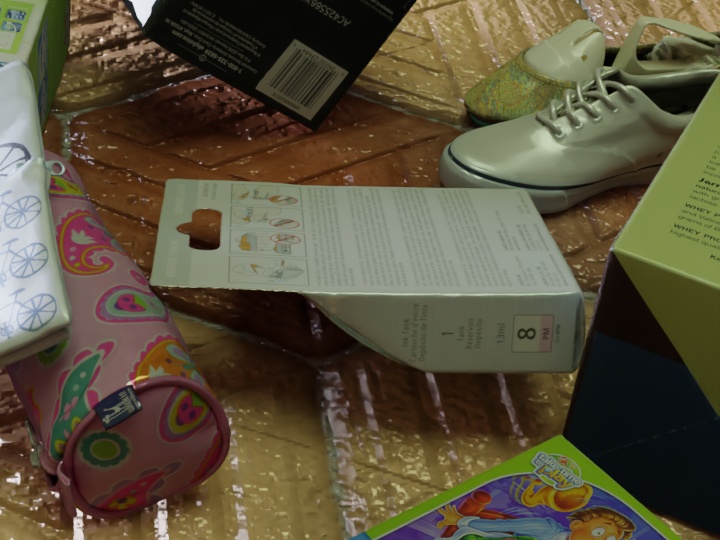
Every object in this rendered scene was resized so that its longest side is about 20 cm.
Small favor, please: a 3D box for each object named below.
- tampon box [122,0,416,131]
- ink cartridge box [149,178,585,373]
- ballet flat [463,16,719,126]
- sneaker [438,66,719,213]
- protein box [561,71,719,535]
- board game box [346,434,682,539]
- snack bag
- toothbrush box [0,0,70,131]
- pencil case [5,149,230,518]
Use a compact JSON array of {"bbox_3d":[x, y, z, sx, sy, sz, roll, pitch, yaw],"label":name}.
[{"bbox_3d":[-0.078,-0.211,0.978,0.150,0.126,0.200,26,20,-42],"label":"tampon box"},{"bbox_3d":[0.000,0.000,0.801,0.199,0.057,0.163,-3,21,-3],"label":"ink cartridge box"},{"bbox_3d":[0.162,-0.130,1.022,0.199,0.071,0.071,-3,38,-16],"label":"ballet flat"},{"bbox_3d":[0.137,-0.087,0.955,0.199,0.071,0.073,-13,42,-28],"label":"sneaker"},{"bbox_3d":[0.228,0.026,0.773,0.198,0.135,0.200,21,39,16],"label":"protein box"},{"bbox_3d":[0.097,0.163,0.638,0.134,0.045,0.200,-21,46,-34],"label":"board game box"},{"bbox_3d":[-0.224,-0.010,0.731,0.188,0.021,0.200,-22,46,6],"label":"snack bag"},{"bbox_3d":[-0.250,-0.123,0.906,0.145,0.086,0.200,7,38,-4],"label":"toothbrush box"},{"bbox_3d":[-0.135,0.025,0.737,0.087,0.088,0.200,-12,43,-26],"label":"pencil case"}]
